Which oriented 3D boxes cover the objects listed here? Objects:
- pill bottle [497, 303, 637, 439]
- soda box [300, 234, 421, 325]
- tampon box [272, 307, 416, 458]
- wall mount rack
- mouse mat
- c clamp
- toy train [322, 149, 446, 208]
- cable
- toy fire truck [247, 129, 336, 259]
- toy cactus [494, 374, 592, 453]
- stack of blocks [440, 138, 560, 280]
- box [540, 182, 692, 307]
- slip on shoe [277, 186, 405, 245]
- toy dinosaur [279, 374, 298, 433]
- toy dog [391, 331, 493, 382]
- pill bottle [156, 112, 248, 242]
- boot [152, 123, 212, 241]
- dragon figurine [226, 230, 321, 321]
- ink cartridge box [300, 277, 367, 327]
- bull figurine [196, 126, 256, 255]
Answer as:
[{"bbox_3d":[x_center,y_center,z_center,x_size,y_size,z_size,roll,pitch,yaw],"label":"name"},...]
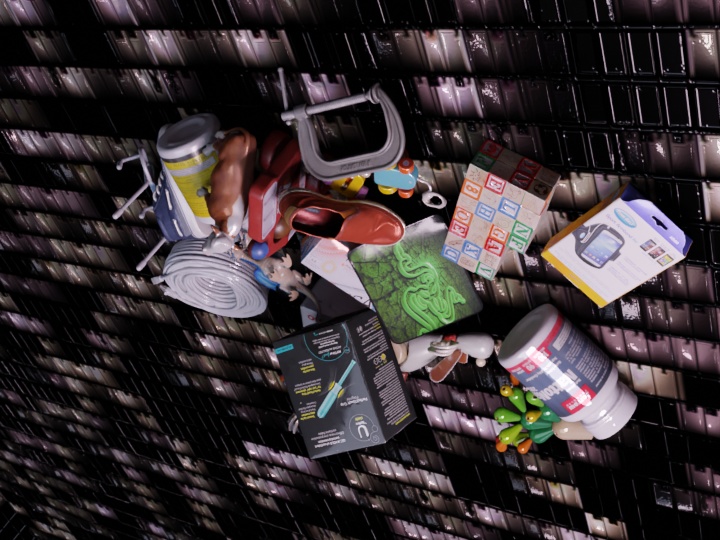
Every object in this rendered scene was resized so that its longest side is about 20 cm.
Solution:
[{"bbox_3d":[0.317,0.157,1.602,0.200,0.120,0.120,41,144,-8],"label":"pill bottle"},{"bbox_3d":[0.000,0.000,1.675,0.200,0.064,0.068,34,113,-22],"label":"soda box"},{"bbox_3d":[-0.025,0.179,1.711,0.149,0.126,0.201,-17,93,29],"label":"tampon box"},{"bbox_3d":[-0.378,-0.106,1.847,0.074,0.174,0.201,-17,129,0],"label":"wall mount rack"},{"bbox_3d":[0.087,0.017,1.653,0.160,0.008,0.200,-23,122,9],"label":"mouse mat"},{"bbox_3d":[-0.030,-0.214,1.506,0.199,0.027,0.172,-2,98,30],"label":"c clamp"},{"bbox_3d":[0.031,-0.124,1.585,0.199,0.056,0.150,-15,136,42],"label":"toy train"},{"bbox_3d":[-0.260,0.015,1.931,0.199,0.070,0.200,30,149,-20],"label":"cable"},{"bbox_3d":[-0.126,-0.105,1.631,0.112,0.168,0.200,27,143,12],"label":"toy fire truck"},{"bbox_3d":[0.303,0.245,1.756,0.164,0.103,0.201,10,137,4],"label":"toy cactus"},{"bbox_3d":[0.194,-0.075,1.494,0.115,0.059,0.200,28,143,11],"label":"stack of blocks"},{"bbox_3d":[0.350,-0.036,1.430,0.119,0.042,0.200,41,142,-6],"label":"box"},{"bbox_3d":[-0.025,-0.069,1.551,0.199,0.061,0.074,13,124,-22],"label":"slip on shoe"},{"bbox_3d":[-0.067,0.191,1.882,0.181,0.105,0.201,23,110,32],"label":"toy dinosaur"},{"bbox_3d":[0.120,0.150,1.764,0.199,0.132,0.097,5,105,47],"label":"toy dog"},{"bbox_3d":[-0.240,-0.146,1.729,0.111,0.111,0.201,2,132,38],"label":"pill bottle"},{"bbox_3d":[-0.322,-0.144,1.791,0.090,0.073,0.201,-8,106,29],"label":"boot"},{"bbox_3d":[-0.135,0.004,1.750,0.200,0.059,0.099,40,171,-40],"label":"dragon figurine"},{"bbox_3d":[-0.018,0.123,1.867,0.146,0.086,0.201,20,140,21],"label":"ink cartridge box"},{"bbox_3d":[-0.205,-0.124,1.615,0.065,0.201,0.121,9,-166,-34],"label":"bull figurine"}]
